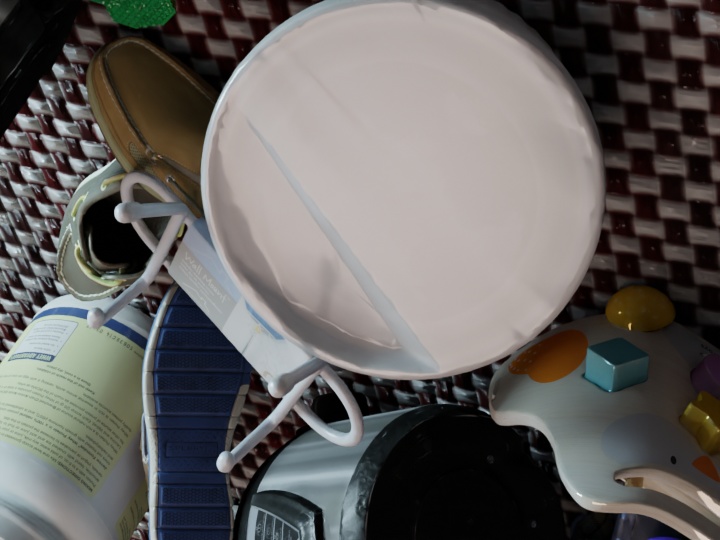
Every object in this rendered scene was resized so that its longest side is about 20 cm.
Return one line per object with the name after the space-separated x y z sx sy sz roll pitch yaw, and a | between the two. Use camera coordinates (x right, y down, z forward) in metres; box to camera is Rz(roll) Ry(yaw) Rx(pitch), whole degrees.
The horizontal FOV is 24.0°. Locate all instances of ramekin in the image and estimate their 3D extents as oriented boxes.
0.025 -0.054 0.863 0.200 0.094 0.205 4 114 8 | ramekin

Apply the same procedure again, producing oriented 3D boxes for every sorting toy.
0.171 0.110 0.909 0.199 0.180 0.107 32 113 -4 | sorting toy

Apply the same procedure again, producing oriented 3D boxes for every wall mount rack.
-0.079 0.028 0.914 0.200 0.074 0.174 47 152 6 | wall mount rack

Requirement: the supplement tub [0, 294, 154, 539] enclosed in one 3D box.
-0.210 0.132 1.184 0.144 0.201 0.146 18 140 16 | supplement tub

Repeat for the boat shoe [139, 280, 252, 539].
-0.118 0.100 1.128 0.071 0.203 0.072 7 174 -17 | boat shoe

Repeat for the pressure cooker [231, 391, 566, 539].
0.014 0.183 1.105 0.179 0.177 0.199 45 150 -19 | pressure cooker

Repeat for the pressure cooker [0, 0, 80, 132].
-0.276 -0.145 0.936 0.199 0.179 0.176 34 140 -8 | pressure cooker

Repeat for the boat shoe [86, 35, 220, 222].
-0.081 -0.060 0.960 0.200 0.072 0.076 48 162 5 | boat shoe

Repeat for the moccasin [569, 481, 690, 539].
0.167 0.175 1.091 0.067 0.081 0.201 18 128 -1 | moccasin

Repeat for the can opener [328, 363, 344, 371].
0.000 0.000 1.011 0.078 0.064 0.201 30 142 8 | can opener

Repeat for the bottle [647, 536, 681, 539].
0.238 0.217 1.034 0.199 0.066 0.083 24 -169 -41 | bottle

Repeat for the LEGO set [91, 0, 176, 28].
-0.117 -0.223 0.839 0.152 0.117 0.200 10 152 -23 | LEGO set

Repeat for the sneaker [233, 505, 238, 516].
-0.063 0.248 1.303 0.198 0.092 0.078 17 139 18 | sneaker

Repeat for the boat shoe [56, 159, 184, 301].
-0.154 -0.028 1.086 0.072 0.061 0.202 38 142 -9 | boat shoe
